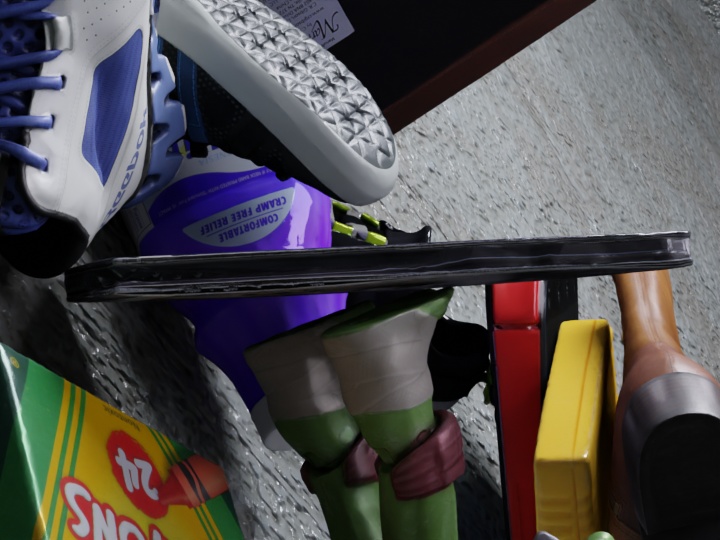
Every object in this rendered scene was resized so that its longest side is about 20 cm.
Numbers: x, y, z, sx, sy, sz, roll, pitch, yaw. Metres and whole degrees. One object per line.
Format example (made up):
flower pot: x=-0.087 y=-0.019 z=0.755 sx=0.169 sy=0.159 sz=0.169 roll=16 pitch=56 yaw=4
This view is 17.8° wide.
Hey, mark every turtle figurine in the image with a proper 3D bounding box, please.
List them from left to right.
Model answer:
turtle figurine: x=0.048 y=0.099 z=0.822 sx=0.144 sy=0.199 sz=0.195 roll=-56 pitch=127 yaw=-83

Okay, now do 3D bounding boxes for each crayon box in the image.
crayon box: x=-0.071 y=0.132 z=0.698 sx=0.127 sy=0.051 sz=0.201 roll=36 pitch=29 yaw=-51

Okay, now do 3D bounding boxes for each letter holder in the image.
letter holder: x=0.018 y=-0.130 z=1.124 sx=0.101 sy=0.199 sz=0.142 roll=59 pitch=17 yaw=4

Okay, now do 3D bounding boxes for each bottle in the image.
bottle: x=-0.055 y=-0.024 z=0.945 sx=0.065 sy=0.083 sz=0.201 roll=94 pitch=-25 yaw=-66

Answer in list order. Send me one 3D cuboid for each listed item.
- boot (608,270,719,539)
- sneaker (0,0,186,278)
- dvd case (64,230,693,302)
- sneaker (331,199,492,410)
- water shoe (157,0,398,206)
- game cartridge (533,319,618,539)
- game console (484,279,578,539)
boot: x=0.126 y=0.105 z=1.001 sx=0.200 sy=0.068 sz=0.190 roll=-94 pitch=173 yaw=-71
sneaker: x=-0.114 y=-0.075 z=0.793 sx=0.115 sy=0.080 sz=0.201 roll=-65 pitch=155 yaw=-48
dvd case: x=0.000 y=0.000 z=0.823 sx=0.149 sy=0.198 sz=0.016 roll=174 pitch=-87 yaw=-77
sneaker: x=-0.008 y=-0.010 z=1.049 sx=0.200 sy=0.083 sz=0.072 roll=50 pitch=19 yaw=-25
water shoe: x=-0.074 y=-0.075 z=0.904 sx=0.200 sy=0.079 sz=0.071 roll=38 pitch=22 yaw=13
game cartridge: x=0.104 y=0.140 z=1.036 sx=0.176 sy=0.032 sz=0.202 roll=-66 pitch=154 yaw=-68
game console: x=0.085 y=0.076 z=1.113 sx=0.200 sy=0.031 sz=0.179 roll=-14 pitch=103 yaw=-79
